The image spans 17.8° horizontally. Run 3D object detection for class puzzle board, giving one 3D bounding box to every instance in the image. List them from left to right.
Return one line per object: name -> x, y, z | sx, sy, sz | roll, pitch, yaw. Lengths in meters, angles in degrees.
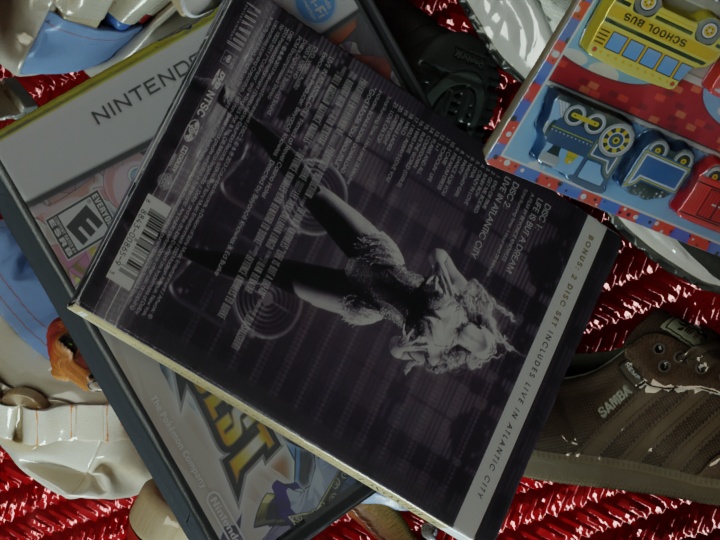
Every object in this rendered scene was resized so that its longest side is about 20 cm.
puzzle board -> 0.168, -0.072, 0.915 | 0.200, 0.017, 0.151 | 20, 114, -26

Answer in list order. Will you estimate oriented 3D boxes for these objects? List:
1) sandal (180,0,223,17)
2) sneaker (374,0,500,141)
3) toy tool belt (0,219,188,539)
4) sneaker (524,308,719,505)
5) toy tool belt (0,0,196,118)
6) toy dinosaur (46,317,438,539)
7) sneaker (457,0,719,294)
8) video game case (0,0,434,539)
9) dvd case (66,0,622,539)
sandal -> -0.015, -0.183, 0.899 | 0.207, 0.079, 0.059 | -42, 87, 25
sneaker -> -0.007, -0.038, 1.048 | 0.091, 0.076, 0.200 | 44, 121, 34
toy tool belt -> -0.117, 0.039, 1.073 | 0.200, 0.125, 0.123 | 37, 110, 31
sneaker -> 0.145, 0.057, 0.993 | 0.200, 0.070, 0.076 | 2, 100, 23
toy tool belt -> -0.116, -0.148, 0.989 | 0.123, 0.200, 0.125 | -44, 80, 25
toy dinosaur -> -0.049, 0.071, 1.000 | 0.181, 0.105, 0.200 | 12, 132, 3
sneaker -> 0.114, -0.077, 0.981 | 0.079, 0.074, 0.200 | -33, 89, 9
video game case -> -0.032, -0.005, 0.922 | 0.200, 0.181, 0.025 | 61, 153, -7
dvd case -> 0.000, 0.000, 0.915 | 0.200, 0.149, 0.016 | 32, 160, -19
